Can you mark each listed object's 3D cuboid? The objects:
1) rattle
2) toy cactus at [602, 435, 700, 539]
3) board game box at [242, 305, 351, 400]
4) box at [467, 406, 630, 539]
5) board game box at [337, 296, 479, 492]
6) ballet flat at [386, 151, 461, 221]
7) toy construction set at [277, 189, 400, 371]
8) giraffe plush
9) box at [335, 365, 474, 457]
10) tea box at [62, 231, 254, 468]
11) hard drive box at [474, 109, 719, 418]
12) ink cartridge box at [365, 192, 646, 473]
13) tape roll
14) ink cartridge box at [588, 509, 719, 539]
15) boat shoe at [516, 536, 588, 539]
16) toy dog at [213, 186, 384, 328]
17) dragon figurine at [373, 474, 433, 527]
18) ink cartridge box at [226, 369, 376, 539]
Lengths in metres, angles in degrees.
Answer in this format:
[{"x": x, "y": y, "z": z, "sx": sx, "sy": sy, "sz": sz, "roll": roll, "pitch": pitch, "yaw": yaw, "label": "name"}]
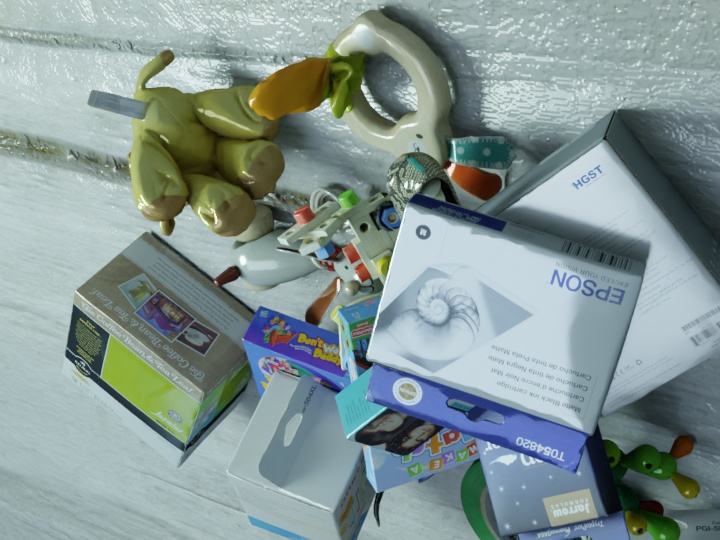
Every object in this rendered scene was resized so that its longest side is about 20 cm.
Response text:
[{"x": 0.026, "y": -0.118, "z": 1.081, "sx": 0.130, "sy": 0.143, "sz": 0.200, "roll": -36, "pitch": 92, "yaw": 34, "label": "rattle"}, {"x": 0.225, "y": 0.179, "z": 1.190, "sx": 0.200, "sy": 0.102, "sz": 0.165, "roll": 45, "pitch": 145, "yaw": -13, "label": "toy cactus"}, {"x": -0.050, "y": 0.122, "z": 1.378, "sx": 0.134, "sy": 0.045, "sz": 0.200, "roll": 20, "pitch": 155, "yaw": 12, "label": "board game box"}, {"x": 0.162, "y": 0.163, "z": 1.118, "sx": 0.121, "sy": 0.032, "sz": 0.200, "roll": -23, "pitch": 79, "yaw": 40, "label": "box"}, {"x": 0.067, "y": 0.108, "z": 1.213, "sx": 0.037, "sy": 0.151, "sz": 0.200, "roll": -127, "pitch": 24, "yaw": -57, "label": "board game box"}, {"x": 0.079, "y": -0.012, "z": 1.094, "sx": 0.075, "sy": 0.068, "sz": 0.200, "roll": 46, "pitch": 163, "yaw": 57, "label": "ballet flat"}, {"x": 0.000, "y": 0.000, "z": 1.209, "sx": 0.200, "sy": 0.131, "sz": 0.092, "roll": 60, "pitch": 179, "yaw": -35, "label": "toy construction set"}, {"x": -0.180, "y": -0.110, "z": 1.279, "sx": 0.200, "sy": 0.173, "sz": 0.162, "roll": 29, "pitch": 163, "yaw": 3, "label": "giraffe plush"}, {"x": 0.075, "y": 0.089, "z": 1.108, "sx": 0.082, "sy": 0.049, "sz": 0.200, "roll": 23, "pitch": 128, "yaw": -40, "label": "box"}, {"x": -0.244, "y": 0.099, "z": 1.528, "sx": 0.200, "sy": 0.134, "sz": 0.197, "roll": 38, "pitch": 143, "yaw": 9, "label": "tea box"}, {"x": 0.205, "y": -0.003, "z": 1.025, "sx": 0.156, "sy": 0.077, "sz": 0.200, "roll": -35, "pitch": 99, "yaw": 28, "label": "hard drive box"}, {"x": 0.109, "y": 0.059, "z": 1.011, "sx": 0.199, "sy": 0.041, "sz": 0.200, "roll": 17, "pitch": 113, "yaw": 11, "label": "ink cartridge box"}, {"x": 0.205, "y": 0.265, "z": 1.340, "sx": 0.200, "sy": 0.048, "sz": 0.201, "roll": 24, "pitch": 138, "yaw": 24, "label": "tape roll"}, {"x": 0.304, "y": 0.338, "z": 1.245, "sx": 0.146, "sy": 0.083, "sz": 0.200, "roll": -3, "pitch": 128, "yaw": 10, "label": "ink cartridge box"}, {"x": 0.183, "y": 0.313, "z": 1.316, "sx": 0.075, "sy": 0.062, "sz": 0.200, "roll": 39, "pitch": 141, "yaw": 10, "label": "boat shoe"}, {"x": -0.077, "y": -0.003, "z": 1.310, "sx": 0.200, "sy": 0.096, "sz": 0.132, "roll": -9, "pitch": 119, "yaw": 46, "label": "toy dog"}, {"x": 0.065, "y": 0.186, "z": 1.322, "sx": 0.059, "sy": 0.200, "sz": 0.099, "roll": 43, "pitch": -179, "yaw": 5, "label": "dragon figurine"}, {"x": -0.054, "y": 0.210, "z": 1.345, "sx": 0.125, "sy": 0.129, "sz": 0.200, "roll": 18, "pitch": 155, "yaw": 13, "label": "ink cartridge box"}]
